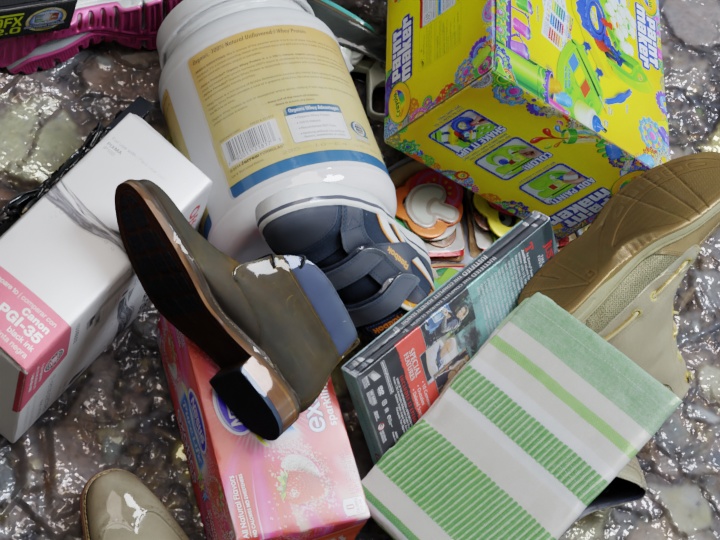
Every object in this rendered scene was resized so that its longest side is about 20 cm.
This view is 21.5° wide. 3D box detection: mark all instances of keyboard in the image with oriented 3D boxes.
[{"bbox_3d":[-0.223,-0.059,1.372,0.021,0.127,0.200,43,62,-3],"label":"keyboard"}]

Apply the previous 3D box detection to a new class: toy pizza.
[{"bbox_3d":[0.089,-0.011,1.482,0.199,0.032,0.201,6,64,-12],"label":"toy pizza"}]

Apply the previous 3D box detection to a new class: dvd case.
[{"bbox_3d":[0.080,0.069,1.386,0.200,0.146,0.022,-38,41,-23],"label":"dvd case"}]

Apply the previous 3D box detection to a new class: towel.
[{"bbox_3d":[0.103,0.124,1.302,0.200,0.023,0.152,-48,50,-2],"label":"towel"}]

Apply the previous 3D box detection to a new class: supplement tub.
[{"bbox_3d":[-0.068,-0.105,1.419,0.144,0.145,0.201,-11,64,-19],"label":"supplement tub"}]

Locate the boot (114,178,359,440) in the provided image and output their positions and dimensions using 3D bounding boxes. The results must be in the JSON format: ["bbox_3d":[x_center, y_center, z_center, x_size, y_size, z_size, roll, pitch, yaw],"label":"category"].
[{"bbox_3d":[-0.083,0.007,1.281,0.097,0.075,0.200,-39,106,-31],"label":"boot"}]

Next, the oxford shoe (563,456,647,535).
[{"bbox_3d":[0.116,0.160,1.374,0.199,0.071,0.075,-17,48,-19],"label":"oxford shoe"}]

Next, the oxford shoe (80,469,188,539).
[{"bbox_3d":[-0.128,0.217,1.285,0.070,0.075,0.200,-24,73,-23],"label":"oxford shoe"}]

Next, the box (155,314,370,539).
[{"bbox_3d":[-0.073,0.107,1.348,0.099,0.096,0.201,-9,68,-17],"label":"box"}]

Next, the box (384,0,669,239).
[{"bbox_3d":[0.129,-0.165,1.461,0.192,0.122,0.201,27,49,-32],"label":"box"}]

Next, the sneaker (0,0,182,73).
[{"bbox_3d":[-0.200,-0.223,1.482,0.199,0.081,0.088,-13,71,-20],"label":"sneaker"}]

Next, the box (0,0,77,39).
[{"bbox_3d":[-0.314,-0.261,1.403,0.160,0.044,0.201,-12,69,-24],"label":"box"}]

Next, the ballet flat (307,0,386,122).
[{"bbox_3d":[0.006,-0.162,1.516,0.199,0.068,0.069,23,70,-2],"label":"ballet flat"}]

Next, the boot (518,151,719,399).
[{"bbox_3d":[0.223,0.019,1.422,0.200,0.156,0.073,-41,41,-11],"label":"boot"}]

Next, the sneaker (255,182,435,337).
[{"bbox_3d":[0.000,0.000,1.347,0.078,0.200,0.080,-24,64,24],"label":"sneaker"}]

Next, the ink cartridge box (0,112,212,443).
[{"bbox_3d":[-0.203,0.005,1.335,0.083,0.147,0.200,39,63,6],"label":"ink cartridge box"}]
